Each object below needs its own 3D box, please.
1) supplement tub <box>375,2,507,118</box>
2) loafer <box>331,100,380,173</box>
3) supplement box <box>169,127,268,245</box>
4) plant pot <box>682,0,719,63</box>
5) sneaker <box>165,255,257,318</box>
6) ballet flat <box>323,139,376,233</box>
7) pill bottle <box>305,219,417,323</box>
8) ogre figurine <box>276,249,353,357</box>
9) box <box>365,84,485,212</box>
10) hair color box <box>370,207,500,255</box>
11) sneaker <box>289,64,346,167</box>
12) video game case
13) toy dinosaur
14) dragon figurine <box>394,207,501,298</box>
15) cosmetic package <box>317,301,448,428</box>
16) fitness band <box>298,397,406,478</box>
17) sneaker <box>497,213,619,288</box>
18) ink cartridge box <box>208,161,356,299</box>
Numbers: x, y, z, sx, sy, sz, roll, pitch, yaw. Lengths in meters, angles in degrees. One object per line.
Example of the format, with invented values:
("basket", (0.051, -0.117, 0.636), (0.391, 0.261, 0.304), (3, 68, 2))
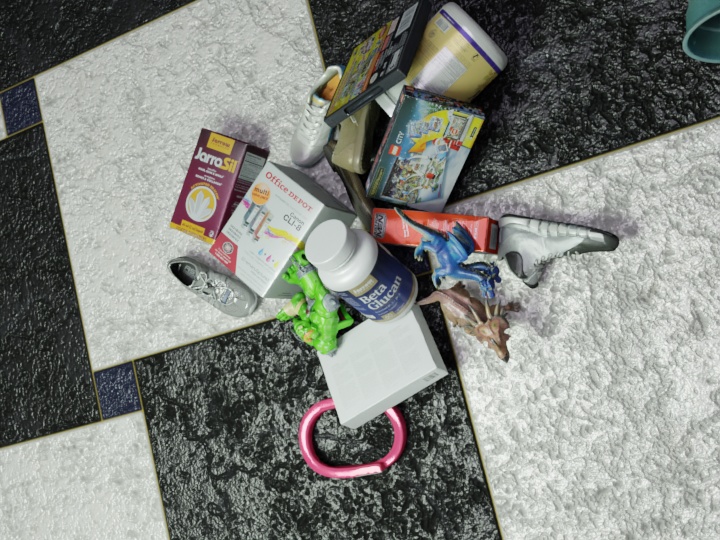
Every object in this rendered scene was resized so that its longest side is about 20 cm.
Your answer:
("supplement tub", (0.129, -0.328, 1.384), (0.200, 0.145, 0.145), (-44, 73, 15))
("loafer", (-0.009, -0.266, 1.452), (0.067, 0.076, 0.200), (4, 67, 14))
("supplement box", (-0.268, -0.154, 1.567), (0.110, 0.086, 0.200), (21, 95, 22))
("plant pot", (0.562, -0.436, 1.199), (0.200, 0.200, 0.196), (-7, 78, 21))
("sneaker", (-0.287, 0.034, 1.568), (0.200, 0.082, 0.075), (25, 97, 21))
("ballet flat", (-0.004, -0.151, 1.481), (0.046, 0.067, 0.200), (-25, 73, -14))
("pill bottle", (0.000, 0.000, 1.365), (0.111, 0.200, 0.111), (-21, 51, 28))
("ogre figurine", (-0.080, 0.067, 1.425), (0.120, 0.098, 0.200), (44, 128, 33))
("box", (0.103, -0.195, 1.362), (0.136, 0.038, 0.200), (14, 128, -12))
("hair color box", (0.128, -0.066, 1.396), (0.200, 0.101, 0.061), (5, 90, 22))
("sneaker", (-0.077, -0.282, 1.500), (0.076, 0.081, 0.200), (32, 101, 18))
("video game case", (0.029, -0.345, 1.372), (0.181, 0.025, 0.200), (-25, 36, 43))
("toy dinosaur", (0.176, 0.068, 1.352), (0.200, 0.136, 0.086), (26, 97, 21))
("dragon figurine", (0.142, -0.037, 1.301), (0.099, 0.059, 0.200), (-29, 96, 30))
("cosmetic package", (0.034, 0.158, 1.426), (0.200, 0.052, 0.151), (-33, 57, 18))
("fitness band", (-0.015, 0.294, 1.475), (0.200, 0.037, 0.144), (-12, 81, 20))
("sneaker", (0.314, -0.022, 1.342), (0.200, 0.075, 0.116), (13, 97, 32))
("ink cartridge box", (-0.136, -0.069, 1.479), (0.145, 0.145, 0.200), (38, 101, 20))
